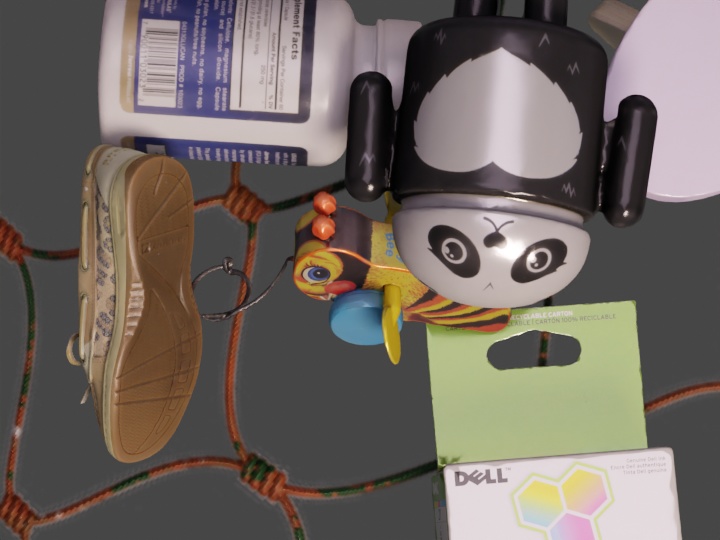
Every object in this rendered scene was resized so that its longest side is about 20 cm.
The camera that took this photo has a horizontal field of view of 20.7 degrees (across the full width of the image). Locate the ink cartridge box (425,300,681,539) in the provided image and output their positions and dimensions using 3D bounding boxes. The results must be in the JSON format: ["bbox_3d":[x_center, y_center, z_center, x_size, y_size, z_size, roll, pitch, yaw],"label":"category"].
[{"bbox_3d":[0.119,0.119,1.240,0.147,0.076,0.201,-4,83,-3],"label":"ink cartridge box"}]

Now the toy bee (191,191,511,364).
[{"bbox_3d":[0.000,0.000,1.228,0.199,0.109,0.131,-16,59,-13],"label":"toy bee"}]

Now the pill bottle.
[{"bbox_3d":[-0.062,-0.123,1.253,0.199,0.111,0.112,4,81,-2],"label":"pill bottle"}]

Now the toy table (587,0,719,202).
[{"bbox_3d":[0.228,-0.120,1.260,0.200,0.117,0.184,-35,85,-6],"label":"toy table"}]

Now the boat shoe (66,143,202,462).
[{"bbox_3d":[-0.144,0.021,1.238,0.063,0.073,0.201,18,109,40],"label":"boat shoe"}]

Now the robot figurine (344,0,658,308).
[{"bbox_3d":[0.083,-0.078,1.168,0.125,0.150,0.201,13,81,-45],"label":"robot figurine"}]
